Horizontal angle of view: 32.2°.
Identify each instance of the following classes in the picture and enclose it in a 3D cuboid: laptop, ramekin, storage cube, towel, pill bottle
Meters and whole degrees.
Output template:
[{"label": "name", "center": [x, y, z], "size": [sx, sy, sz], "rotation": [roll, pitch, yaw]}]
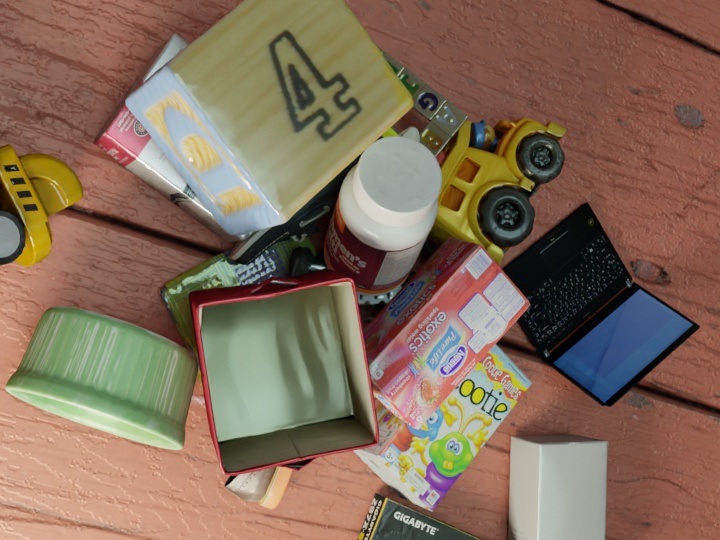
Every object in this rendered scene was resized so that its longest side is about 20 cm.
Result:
[{"label": "laptop", "center": [0.304, 0.041, 1.611], "size": [0.176, 0.103, 0.201], "rotation": [-37, 102, -18]}, {"label": "ramekin", "center": [-0.270, 0.114, 1.340], "size": [0.198, 0.200, 0.099], "rotation": [23, 74, -19]}, {"label": "storage cube", "center": [-0.089, 0.103, 1.345], "size": [0.168, 0.180, 0.203], "rotation": [-10, 96, -10]}, {"label": "towel", "center": [-0.129, 0.039, 1.485], "size": [0.199, 0.023, 0.145], "rotation": [-31, 99, -20]}, {"label": "pill bottle", "center": [0.024, -0.058, 1.369], "size": [0.108, 0.200, 0.111], "rotation": [4, 65, -8]}]

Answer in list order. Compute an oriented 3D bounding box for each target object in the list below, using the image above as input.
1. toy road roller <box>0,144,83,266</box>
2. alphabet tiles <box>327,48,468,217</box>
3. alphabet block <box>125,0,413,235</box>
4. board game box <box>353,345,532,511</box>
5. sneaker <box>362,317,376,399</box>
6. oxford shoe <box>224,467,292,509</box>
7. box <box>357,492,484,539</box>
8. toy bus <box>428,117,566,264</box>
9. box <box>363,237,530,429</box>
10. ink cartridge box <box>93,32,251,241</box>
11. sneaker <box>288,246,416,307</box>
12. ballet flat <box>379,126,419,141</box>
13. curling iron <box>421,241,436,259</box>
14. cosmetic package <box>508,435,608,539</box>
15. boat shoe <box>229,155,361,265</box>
[{"label": "toy road roller", "center": [-0.391, -0.099, 1.336], "size": [0.145, 0.122, 0.202], "rotation": [-31, 103, -33]}, {"label": "alphabet tiles", "center": [0.005, -0.158, 1.504], "size": [0.167, 0.008, 0.201], "rotation": [38, 84, 11]}, {"label": "alphabet block", "center": [-0.099, -0.178, 1.320], "size": [0.200, 0.195, 0.197], "rotation": [-43, 105, -20]}, {"label": "board game box", "center": [0.097, 0.176, 1.527], "size": [0.103, 0.105, 0.201], "rotation": [44, 76, -16]}, {"label": "sneaker", "center": [0.025, 0.085, 1.517], "size": [0.200, 0.074, 0.087], "rotation": [-43, 102, -16]}, {"label": "oxford shoe", "center": [-0.103, 0.175, 1.468], "size": [0.072, 0.071, 0.203], "rotation": [19, 83, -16]}, {"label": "box", "center": [0.078, 0.389, 1.548], "size": [0.198, 0.049, 0.162], "rotation": [27, 82, -19]}, {"label": "toy bus", "center": [0.135, -0.120, 1.545], "size": [0.190, 0.136, 0.202], "rotation": [30, 78, -1]}, {"label": "box", "center": [0.086, 0.070, 1.446], "size": [0.200, 0.095, 0.103], "rotation": [-47, 109, -9]}, {"label": "ink cartridge box", "center": [-0.181, -0.148, 1.433], "size": [0.199, 0.084, 0.146], "rotation": [37, 76, -16]}, {"label": "sneaker", "center": [0.000, 0.000, 1.494], "size": [0.197, 0.066, 0.092], "rotation": [-3, 90, -26]}, {"label": "ballet flat", "center": [0.029, -0.159, 1.469], "size": [0.067, 0.067, 0.200], "rotation": [-38, 76, -19]}, {"label": "curling iron", "center": [0.100, 0.007, 1.574], "size": [0.199, 0.026, 0.050], "rotation": [39, 104, -22]}, {"label": "cosmetic package", "center": [0.252, 0.315, 1.597], "size": [0.106, 0.085, 0.203], "rotation": [3, 87, -22]}, {"label": "boat shoe", "center": [-0.066, -0.069, 1.451], "size": [0.200, 0.074, 0.060], "rotation": [-44, 108, -3]}]
